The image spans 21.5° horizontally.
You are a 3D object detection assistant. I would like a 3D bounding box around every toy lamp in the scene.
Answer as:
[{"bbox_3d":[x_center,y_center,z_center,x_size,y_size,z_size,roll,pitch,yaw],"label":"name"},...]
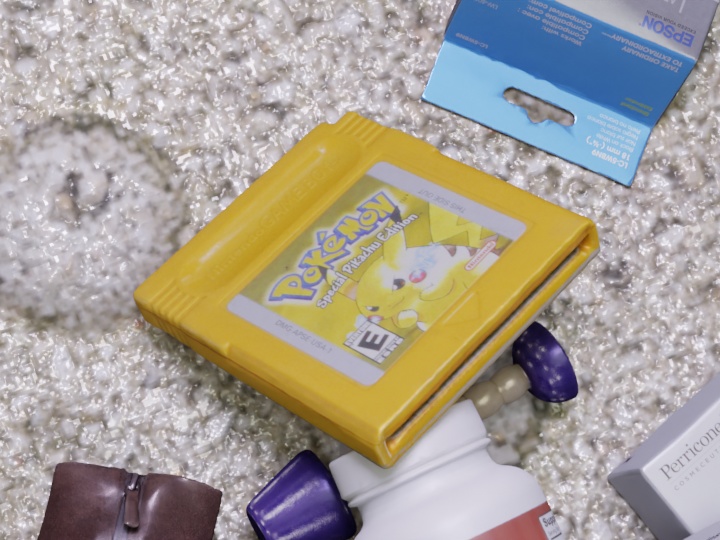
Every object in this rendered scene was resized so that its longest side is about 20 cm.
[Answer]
[{"bbox_3d":[0.028,0.100,1.081,0.200,0.058,0.058,-28,87,-14],"label":"toy lamp"}]

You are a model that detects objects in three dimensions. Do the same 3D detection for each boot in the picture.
[{"bbox_3d":[-0.177,0.189,1.042,0.199,0.072,0.167,6,69,-7],"label":"boot"}]

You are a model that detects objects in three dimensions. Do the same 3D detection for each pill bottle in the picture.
[{"bbox_3d":[0.062,0.175,0.995,0.112,0.112,0.201,-24,83,-11],"label":"pill bottle"}]

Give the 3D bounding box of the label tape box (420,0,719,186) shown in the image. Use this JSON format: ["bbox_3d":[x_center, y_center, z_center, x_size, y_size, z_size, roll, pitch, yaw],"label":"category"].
[{"bbox_3d":[0.140,-0.172,1.133,0.144,0.063,0.201,22,79,-4],"label":"label tape box"}]

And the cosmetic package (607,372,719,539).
[{"bbox_3d":[0.249,0.162,1.097,0.101,0.071,0.200,-40,89,-12],"label":"cosmetic package"}]

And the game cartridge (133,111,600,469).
[{"bbox_3d":[0.000,0.000,1.031,0.200,0.032,0.176,28,62,37],"label":"game cartridge"}]

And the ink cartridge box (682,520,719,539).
[{"bbox_3d":[0.216,0.247,1.034,0.200,0.147,0.083,51,46,2],"label":"ink cartridge box"}]
